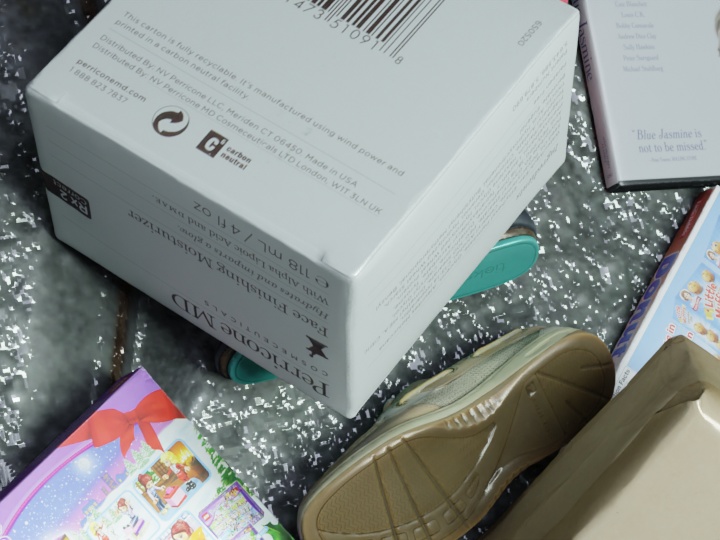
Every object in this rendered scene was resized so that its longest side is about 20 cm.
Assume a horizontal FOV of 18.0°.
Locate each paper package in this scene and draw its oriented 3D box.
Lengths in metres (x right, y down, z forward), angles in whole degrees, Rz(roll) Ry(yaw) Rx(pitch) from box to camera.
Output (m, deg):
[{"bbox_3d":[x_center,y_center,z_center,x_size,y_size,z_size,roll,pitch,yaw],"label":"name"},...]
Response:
[{"bbox_3d":[0.183,0.164,1.183,0.200,0.191,0.104,37,20,-12],"label":"paper package"}]

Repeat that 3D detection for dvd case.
[{"bbox_3d":[0.194,-0.148,1.372,0.142,0.018,0.201,-4,78,-25],"label":"dvd case"}]

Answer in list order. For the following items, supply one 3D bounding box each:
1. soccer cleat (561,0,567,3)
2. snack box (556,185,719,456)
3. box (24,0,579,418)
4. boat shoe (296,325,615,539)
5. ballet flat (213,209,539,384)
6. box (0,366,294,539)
[{"bbox_3d":[0.083,-0.146,1.304,0.076,0.067,0.201,15,73,12],"label":"soccer cleat"},{"bbox_3d":[0.186,0.049,1.312,0.072,0.024,0.200,37,64,-11],"label":"snack box"},{"bbox_3d":[-0.026,-0.072,1.143,0.199,0.131,0.200,30,62,19],"label":"box"},{"bbox_3d":[0.043,0.091,1.214,0.200,0.065,0.072,-33,115,-21],"label":"boat shoe"},{"bbox_3d":[0.000,0.000,1.222,0.199,0.073,0.073,-21,86,-22],"label":"ballet flat"},{"bbox_3d":[-0.135,0.164,1.124,0.137,0.039,0.200,49,63,-7],"label":"box"}]
